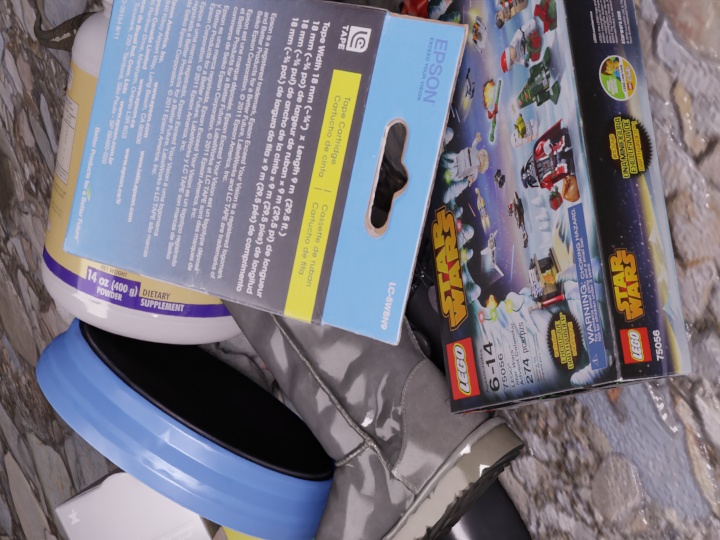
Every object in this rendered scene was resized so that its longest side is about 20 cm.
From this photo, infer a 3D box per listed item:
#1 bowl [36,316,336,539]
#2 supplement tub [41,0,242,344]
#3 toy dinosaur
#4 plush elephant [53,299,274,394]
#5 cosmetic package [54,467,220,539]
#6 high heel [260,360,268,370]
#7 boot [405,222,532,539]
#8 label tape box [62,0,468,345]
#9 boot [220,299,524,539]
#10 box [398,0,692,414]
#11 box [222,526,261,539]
[{"bbox_3d":[-0.099,0.089,0.803,0.200,0.199,0.040,39,99,45],"label":"bowl"},{"bbox_3d":[-0.109,-0.074,0.799,0.145,0.144,0.203,34,118,48],"label":"supplement tub"},{"bbox_3d":[-0.190,-0.153,1.038,0.201,0.076,0.103,58,140,32],"label":"toy dinosaur"},{"bbox_3d":[-0.138,0.049,0.967,0.167,0.153,0.200,66,154,5],"label":"plush elephant"},{"bbox_3d":[-0.174,0.197,1.114,0.091,0.106,0.200,63,-179,-1],"label":"cosmetic package"},{"bbox_3d":[0.000,0.000,0.816,0.095,0.068,0.202,22,129,11],"label":"high heel"},{"bbox_3d":[0.062,0.065,0.723,0.165,0.065,0.201,43,135,19],"label":"boot"},{"bbox_3d":[-0.039,-0.056,0.643,0.198,0.063,0.147,15,94,28],"label":"label tape box"},{"bbox_3d":[-0.027,0.066,0.698,0.200,0.072,0.182,47,110,17],"label":"boot"},{"bbox_3d":[0.073,-0.045,0.580,0.137,0.039,0.203,154,111,-64],"label":"box"},{"bbox_3d":[-0.102,0.169,1.080,0.202,0.050,0.075,63,177,13],"label":"box"}]
